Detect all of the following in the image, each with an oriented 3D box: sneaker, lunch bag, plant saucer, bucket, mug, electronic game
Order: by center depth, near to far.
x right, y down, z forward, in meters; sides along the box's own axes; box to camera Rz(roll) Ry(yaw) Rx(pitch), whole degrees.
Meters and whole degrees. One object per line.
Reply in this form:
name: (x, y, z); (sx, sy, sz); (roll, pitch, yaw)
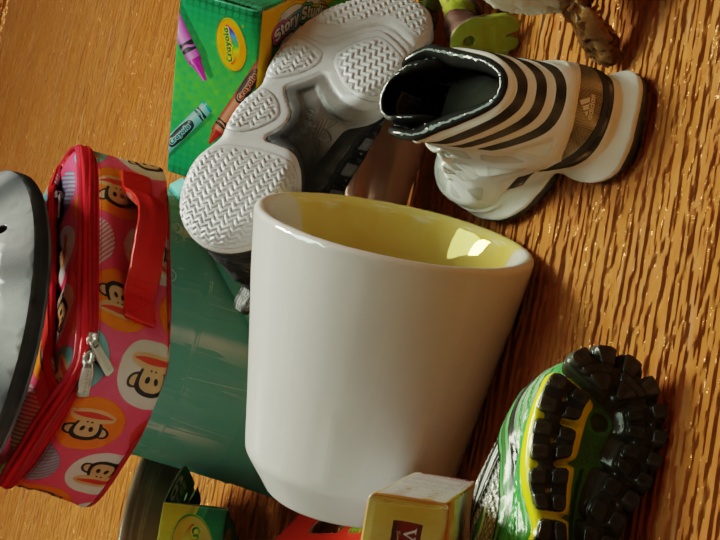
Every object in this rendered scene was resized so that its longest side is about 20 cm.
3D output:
sneaker: (0.080, 0.136, 0.920); (0.085, 0.078, 0.201); (143, 148, -71)
sneaker: (0.056, -0.082, 1.079); (0.200, 0.115, 0.076); (162, 122, -68)
mug: (0.016, 0.050, 1.112); (0.149, 0.186, 0.154); (21, 105, 39)
sneaker: (-0.024, -0.065, 1.203); (0.200, 0.075, 0.114); (-50, -29, -22)
electronic game: (-0.233, 0.037, 1.260); (0.200, 0.041, 0.201); (-37, 46, 51)
lunch bag: (-0.166, 0.026, 1.276); (0.176, 0.082, 0.200); (-53, 31, 38)
bucket: (-0.096, 0.043, 1.383); (0.207, 0.134, 0.208); (-164, 90, -70)
plant saucer: (-0.141, 0.222, 1.428); (0.200, 0.029, 0.201); (5, -90, -86)

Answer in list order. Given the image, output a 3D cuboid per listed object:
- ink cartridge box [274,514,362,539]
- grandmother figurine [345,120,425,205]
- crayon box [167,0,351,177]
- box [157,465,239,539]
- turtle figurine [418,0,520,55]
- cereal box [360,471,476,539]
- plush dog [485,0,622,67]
ink cartridge box: (-0.084, 0.181, 1.203); (0.200, 0.050, 0.162); (-42, 9, -20)
grandmother figurine: (0.000, 0.000, 1.264); (0.121, 0.060, 0.201); (82, -159, -77)
crayon box: (-0.039, -0.137, 1.278); (0.200, 0.058, 0.119); (-35, -41, -54)
box: (-0.112, 0.236, 1.345); (0.117, 0.048, 0.201); (86, -171, -71)
turtle figurine: (0.058, -0.198, 1.247); (0.161, 0.064, 0.201); (-118, 47, -64)
cereal box: (0.021, 0.169, 0.948); (0.200, 0.039, 0.145); (30, -112, -83)
plush dog: (0.103, -0.212, 1.073); (0.200, 0.161, 0.172); (-23, 33, 32)
